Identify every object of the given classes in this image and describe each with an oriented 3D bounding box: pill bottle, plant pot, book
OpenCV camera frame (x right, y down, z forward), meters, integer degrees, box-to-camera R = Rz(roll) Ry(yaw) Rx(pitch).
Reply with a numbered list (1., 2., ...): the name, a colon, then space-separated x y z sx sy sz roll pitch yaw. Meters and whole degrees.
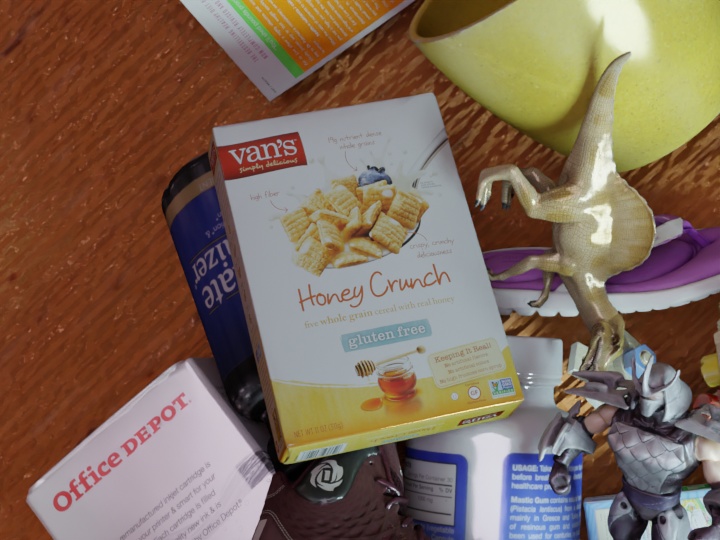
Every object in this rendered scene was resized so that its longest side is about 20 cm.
1. pill bottle: -0.045 0.024 0.897 0.111 0.112 0.202 -25 71 8
2. pill bottle: 0.081 0.141 0.883 0.111 0.112 0.203 2 87 10
3. plant pot: 0.148 -0.145 0.865 0.199 0.200 0.142 -36 108 6
4. book: -0.019 -0.212 0.895 0.199 0.134 0.048 -30 43 17

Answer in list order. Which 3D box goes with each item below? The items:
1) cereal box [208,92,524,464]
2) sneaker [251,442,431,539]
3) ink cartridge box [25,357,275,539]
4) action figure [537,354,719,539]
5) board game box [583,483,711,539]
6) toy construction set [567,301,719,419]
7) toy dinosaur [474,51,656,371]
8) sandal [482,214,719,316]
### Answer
1. cereal box: 0.000 0.000 0.832 0.142 0.040 0.202 -11 70 -14
2. sneaker: 0.033 0.149 0.806 0.197 0.076 0.117 8 60 4
3. ink cartridge box: -0.096 0.177 0.926 0.145 0.084 0.201 -39 82 5
4. action figure: 0.162 0.136 0.799 0.130 0.069 0.202 26 129 44
5. board game box: 0.218 0.237 0.891 0.133 0.034 0.203 -7 85 10
6. toy construction set: 0.216 0.069 0.843 0.130 0.199 0.093 11 76 -28
7. toy dinosaur: 0.123 -0.039 0.830 0.100 0.058 0.202 9 117 25
8. sandal: 0.154 -0.010 0.890 0.200 0.083 0.050 -9 117 11
